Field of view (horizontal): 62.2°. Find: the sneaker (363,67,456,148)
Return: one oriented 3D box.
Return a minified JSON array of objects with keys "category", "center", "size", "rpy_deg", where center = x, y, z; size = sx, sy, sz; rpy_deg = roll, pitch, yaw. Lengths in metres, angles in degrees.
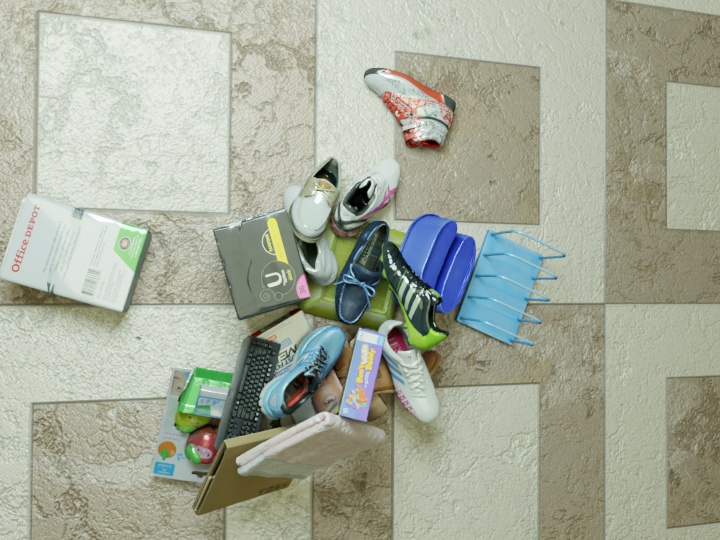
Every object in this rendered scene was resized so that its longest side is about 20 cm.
[{"category":"sneaker","center":[0.089,-0.313,1.171],"size":[0.198,0.067,0.110],"rpy_deg":[19,82,-16]}]

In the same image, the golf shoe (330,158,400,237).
[{"category":"golf shoe","center":[0.023,-0.148,1.120],"size":[0.072,0.092,0.201],"rpy_deg":[37,60,0]}]

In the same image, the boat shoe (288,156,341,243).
[{"category":"boat shoe","center":[-0.077,-0.134,1.064],"size":[0.074,0.069,0.202],"rpy_deg":[24,40,-14]}]

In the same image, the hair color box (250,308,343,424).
[{"category":"hair color box","center":[-0.113,0.186,1.114],"size":[0.110,0.064,0.202],"rpy_deg":[-29,98,-14]}]

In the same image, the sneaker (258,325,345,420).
[{"category":"sneaker","center":[-0.083,0.179,1.032],"size":[0.079,0.089,0.201],"rpy_deg":[49,61,-19]}]

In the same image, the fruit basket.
[{"category":"fruit basket","center":[-0.263,0.283,1.059],"size":[0.182,0.094,0.204],"rpy_deg":[13,89,-14]}]

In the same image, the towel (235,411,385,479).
[{"category":"towel","center":[-0.077,0.296,0.987],"size":[0.189,0.200,0.033],"rpy_deg":[-30,59,16]}]

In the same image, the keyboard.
[{"category":"keyboard","center":[-0.173,0.224,1.035],"size":[0.126,0.020,0.204],"rpy_deg":[20,80,-37]}]

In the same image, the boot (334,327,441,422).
[{"category":"boot","center":[0.047,0.174,1.159],"size":[0.199,0.077,0.157],"rpy_deg":[-34,93,-5]}]

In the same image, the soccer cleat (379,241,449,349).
[{"category":"soccer cleat","center":[0.096,0.037,1.049],"size":[0.080,0.067,0.203],"rpy_deg":[-24,82,25]}]

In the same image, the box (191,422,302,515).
[{"category":"box","center":[-0.175,0.336,1.028],"size":[0.198,0.021,0.165],"rpy_deg":[1,124,-46]}]

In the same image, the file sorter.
[{"category":"file sorter","center":[0.303,0.035,1.195],"size":[0.137,0.123,0.203],"rpy_deg":[23,84,-12]}]

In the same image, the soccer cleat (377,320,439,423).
[{"category":"soccer cleat","center":[0.089,0.184,1.084],"size":[0.069,0.086,0.202],"rpy_deg":[-25,83,-18]}]

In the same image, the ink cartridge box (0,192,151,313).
[{"category":"ink cartridge box","center":[-0.475,-0.028,1.010],"size":[0.197,0.084,0.148],"rpy_deg":[18,85,-14]}]

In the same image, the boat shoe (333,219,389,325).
[{"category":"boat shoe","center":[0.000,0.000,1.093],"size":[0.083,0.069,0.204],"rpy_deg":[15,85,-14]}]

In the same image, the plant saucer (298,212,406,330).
[{"category":"plant saucer","center":[-0.004,0.003,1.153],"size":[0.197,0.048,0.203],"rpy_deg":[14,86,-14]}]

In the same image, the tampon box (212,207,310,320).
[{"category":"tampon box","center":[-0.169,-0.012,1.027],"size":[0.124,0.200,0.152],"rpy_deg":[-17,94,-9]}]

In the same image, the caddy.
[{"category":"caddy","center":[0.136,-0.011,1.158],"size":[0.141,0.104,0.203],"rpy_deg":[34,74,-38]}]

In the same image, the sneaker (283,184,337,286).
[{"category":"sneaker","center":[-0.096,-0.074,1.091],"size":[0.070,0.080,0.203],"rpy_deg":[-24,73,9]}]

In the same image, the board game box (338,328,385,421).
[{"category":"board game box","center":[-0.001,0.176,1.013],"size":[0.044,0.200,0.137],"rpy_deg":[14,80,0]}]
